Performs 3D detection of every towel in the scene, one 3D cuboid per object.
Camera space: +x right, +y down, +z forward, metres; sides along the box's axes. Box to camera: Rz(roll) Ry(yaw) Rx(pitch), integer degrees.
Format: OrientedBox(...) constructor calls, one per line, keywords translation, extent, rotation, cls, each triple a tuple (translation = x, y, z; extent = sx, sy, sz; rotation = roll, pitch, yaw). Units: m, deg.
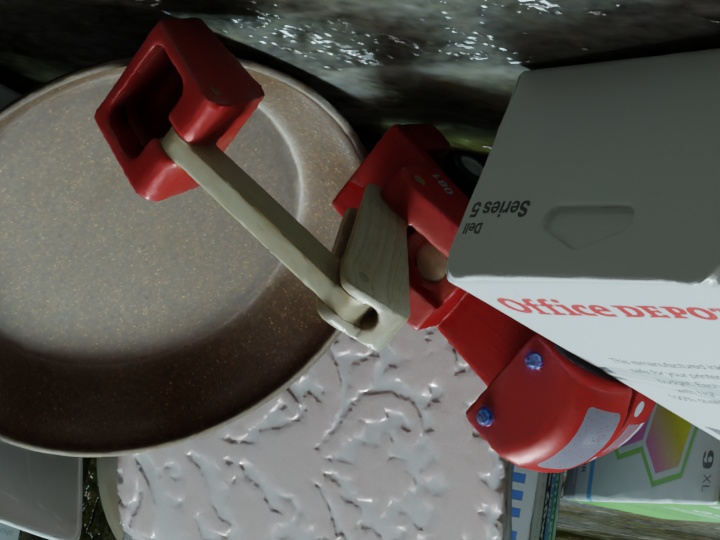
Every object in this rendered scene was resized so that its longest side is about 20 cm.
OrientedBox(translation=(-0.021, 0.040, 0.884), extent=(0.189, 0.202, 0.032), rotation=(8, -161, 18), cls="towel")

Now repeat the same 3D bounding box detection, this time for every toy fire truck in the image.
OrientedBox(translation=(0.009, -0.006, 0.730), extent=(0.200, 0.049, 0.141), rotation=(50, -152, 20), cls="toy fire truck")

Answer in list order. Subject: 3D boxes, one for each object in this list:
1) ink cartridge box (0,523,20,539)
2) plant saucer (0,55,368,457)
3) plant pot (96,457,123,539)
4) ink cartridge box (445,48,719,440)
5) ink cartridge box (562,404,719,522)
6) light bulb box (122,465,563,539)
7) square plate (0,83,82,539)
OrientedBox(translation=(-0.254, 0.051, 1.171), extent=(0.082, 0.202, 0.145), rotation=(4, 167, 31), cls="ink cartridge box")
OrientedBox(translation=(-0.090, -0.010, 0.806), extent=(0.199, 0.201, 0.037), rotation=(21, -153, -36), cls="plant saucer")
OrientedBox(translation=(-0.030, 0.118, 1.195), extent=(0.199, 0.202, 0.173), rotation=(20, 173, -34), cls="plant pot")
OrientedBox(translation=(0.151, 0.009, 0.673), extent=(0.199, 0.085, 0.145), rotation=(30, 164, -30), cls="ink cartridge box")
OrientedBox(translation=(0.175, 0.066, 0.963), extent=(0.059, 0.105, 0.200), rotation=(14, 170, -21), cls="ink cartridge box")
OrientedBox(translation=(-0.008, 0.143, 0.998), extent=(0.198, 0.200, 0.125), rotation=(9, -178, 11), cls="light bulb box")
OrientedBox(translation=(-0.186, 0.001, 0.828), extent=(0.028, 0.200, 0.200), rotation=(-14, 157, 29), cls="square plate")
